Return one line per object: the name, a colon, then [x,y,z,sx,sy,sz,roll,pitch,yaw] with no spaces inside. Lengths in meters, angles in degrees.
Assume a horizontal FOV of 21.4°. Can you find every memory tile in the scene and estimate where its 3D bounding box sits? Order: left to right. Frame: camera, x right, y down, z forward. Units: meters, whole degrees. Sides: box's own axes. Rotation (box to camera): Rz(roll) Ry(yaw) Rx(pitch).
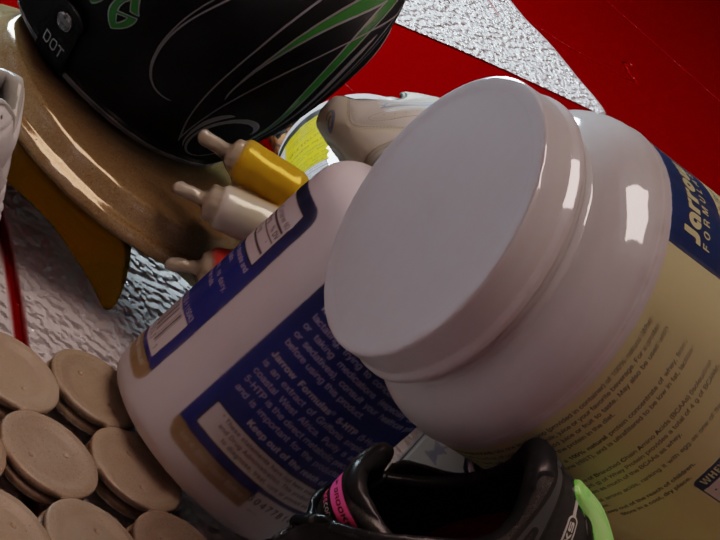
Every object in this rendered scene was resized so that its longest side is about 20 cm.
memory tile: [-0.125,0.099,0.797,0.153,0.017,0.200,17,32,-48]

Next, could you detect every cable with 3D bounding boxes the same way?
cable: [0.000,0.000,0.948,0.199,0.098,0.050,15,2,2]

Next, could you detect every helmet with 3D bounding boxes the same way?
helmet: [-0.065,-0.170,1.001,0.200,0.191,0.200,41,19,-18]

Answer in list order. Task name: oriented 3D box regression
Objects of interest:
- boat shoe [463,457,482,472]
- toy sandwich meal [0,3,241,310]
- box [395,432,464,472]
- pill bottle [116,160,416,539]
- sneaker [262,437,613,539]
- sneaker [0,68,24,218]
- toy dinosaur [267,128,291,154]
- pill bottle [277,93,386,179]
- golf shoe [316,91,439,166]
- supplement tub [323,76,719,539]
boat shoe: [0.084,0.071,0.916,0.093,0.075,0.200,30,22,-38]
toy sandwich meal: [-0.149,-0.061,1.010,0.205,0.070,0.205,42,19,-17]
box: [0.096,0.133,1.031,0.095,0.078,0.200,52,23,26]
pill bottle: [-0.004,0.021,0.882,0.120,0.200,0.120,46,12,-12]
sneaker: [-0.007,0.108,0.718,0.077,0.199,0.084,-97,168,-64]
sneaker: [-0.199,-0.049,0.831,0.078,0.100,0.200,24,19,-3]
toy dinosaur: [-0.074,-0.134,1.292,0.106,0.060,0.200,7,39,-54]
pill bottle: [0.004,-0.017,1.122,0.111,0.111,0.200,34,23,-19]
golf shoe: [0.054,-0.073,1.067,0.097,0.078,0.200,41,21,25]
supplement tub: [0.099,0.026,0.769,0.200,0.145,0.145,33,22,-29]
